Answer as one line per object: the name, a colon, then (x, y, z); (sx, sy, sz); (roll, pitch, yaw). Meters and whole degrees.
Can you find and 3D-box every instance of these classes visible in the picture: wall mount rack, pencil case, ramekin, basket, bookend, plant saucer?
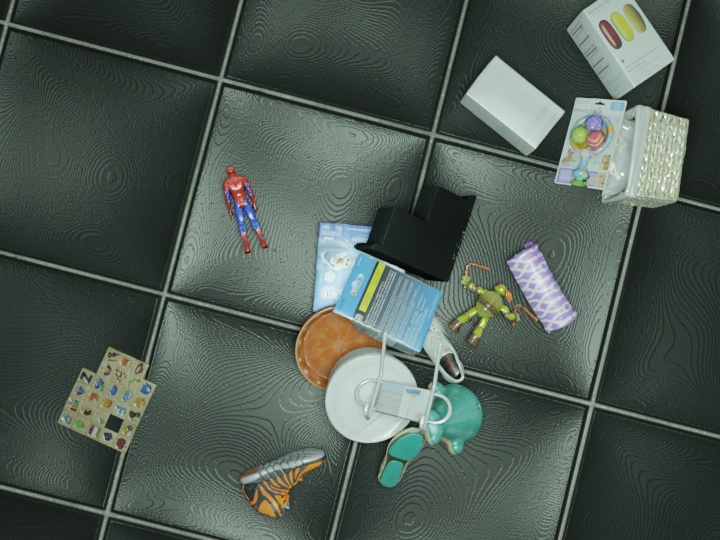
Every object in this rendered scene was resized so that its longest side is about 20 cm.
wall mount rack: (0.087, 0.222, 1.325); (0.199, 0.075, 0.174); (10, 64, 16)
pencil case: (0.404, 0.038, 1.480); (0.085, 0.084, 0.201); (-31, 92, -37)
ramekin: (0.018, 0.258, 1.436); (0.201, 0.094, 0.203); (-2, 105, -8)
basket: (0.622, -0.241, 1.463); (0.123, 0.136, 0.201); (9, 88, -3)
bookend: (0.118, -0.102, 1.428); (0.199, 0.092, 0.200); (22, 83, -25)
plant saucer: (-0.044, 0.168, 1.467); (0.199, 0.032, 0.201); (-2, 105, -9)

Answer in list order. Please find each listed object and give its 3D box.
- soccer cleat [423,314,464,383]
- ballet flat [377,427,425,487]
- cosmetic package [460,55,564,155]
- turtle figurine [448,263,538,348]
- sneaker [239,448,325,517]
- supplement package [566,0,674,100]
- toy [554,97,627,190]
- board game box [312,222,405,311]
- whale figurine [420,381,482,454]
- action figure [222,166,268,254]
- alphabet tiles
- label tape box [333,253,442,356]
soccer cleat: (0.168, 0.160, 1.468); (0.068, 0.085, 0.201); (-30, 89, -2)
ballet flat: (0.082, 0.383, 1.427); (0.067, 0.062, 0.200); (19, 126, -8)
cosmetic package: (0.335, -0.364, 1.489); (0.200, 0.081, 0.113); (40, 88, 1)
turtle figurine: (0.284, 0.091, 1.482); (0.200, 0.064, 0.161); (39, 88, 0)
sneaker: (-0.156, 0.467, 1.466); (0.199, 0.078, 0.112); (-21, 93, 9)
supplement package: (0.571, -0.501, 1.481); (0.114, 0.110, 0.200); (-35, 89, -2)
toy: (0.503, -0.286, 1.479); (0.115, 0.047, 0.201); (14, 93, 33)
board game box: (0.000, 0.000, 1.490); (0.199, 0.043, 0.200); (4, 90, -1)
whale figurine: (0.191, 0.305, 1.405); (0.103, 0.200, 0.160); (-23, 78, 24)
action figure: (-0.262, -0.138, 1.487); (0.065, 0.052, 0.201); (-17, 84, -7)
alphabet tiles: (-0.557, 0.281, 1.490); (0.167, 0.008, 0.201); (24, 88, 0)
label tape box: (0.056, 0.073, 1.421); (0.199, 0.066, 0.144); (25, 72, -2)
